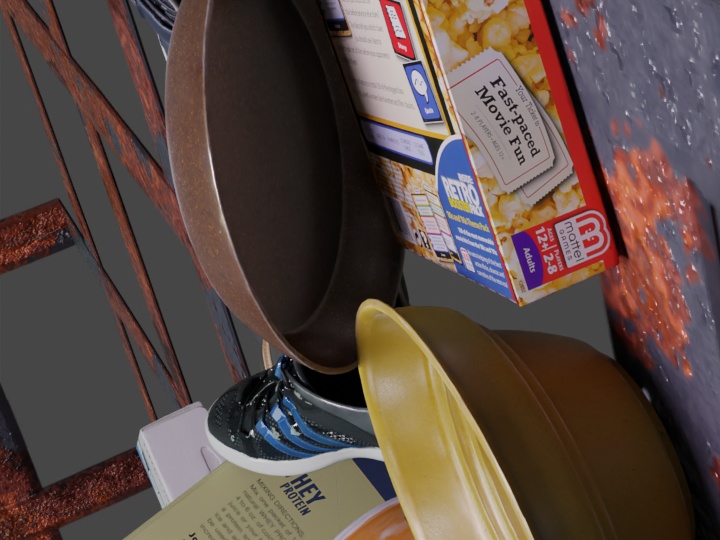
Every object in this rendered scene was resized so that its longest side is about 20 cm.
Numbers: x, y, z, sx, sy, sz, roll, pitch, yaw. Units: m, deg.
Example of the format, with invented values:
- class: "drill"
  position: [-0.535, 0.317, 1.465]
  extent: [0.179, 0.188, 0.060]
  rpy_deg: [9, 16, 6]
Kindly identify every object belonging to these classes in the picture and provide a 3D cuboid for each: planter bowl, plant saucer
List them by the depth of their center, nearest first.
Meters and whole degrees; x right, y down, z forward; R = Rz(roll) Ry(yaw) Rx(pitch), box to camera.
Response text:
- class: "planter bowl"
  position: [0.076, 0.089, 0.730]
  extent: [0.201, 0.083, 0.201]
  rpy_deg: [61, 167, 25]
- class: "plant saucer"
  position: [-0.032, -0.055, 0.781]
  extent: [0.200, 0.034, 0.201]
  rpy_deg: [-7, -90, -66]

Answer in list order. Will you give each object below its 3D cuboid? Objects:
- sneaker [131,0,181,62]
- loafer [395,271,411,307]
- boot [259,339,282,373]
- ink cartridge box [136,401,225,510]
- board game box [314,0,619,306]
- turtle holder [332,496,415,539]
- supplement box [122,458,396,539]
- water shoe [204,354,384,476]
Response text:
- class: "sneaker"
  position: [-0.072, -0.112, 1.020]
  extent: [0.146, 0.077, 0.203]
  rpy_deg: [103, 144, -74]
- class: "loafer"
  position: [0.000, 0.000, 0.974]
  extent: [0.063, 0.072, 0.200]
  rpy_deg: [31, 154, 36]
- class: "boot"
  position: [-0.010, 0.098, 1.148]
  extent: [0.200, 0.077, 0.138]
  rpy_deg: [62, 162, 17]
- class: "ink cartridge box"
  position: [-0.205, 0.250, 2.201]
  extent: [0.200, 0.086, 0.147]
  rpy_deg: [122, 124, -77]
- class: "board game box"
  position: [0.024, -0.097, 0.710]
  extent: [0.151, 0.046, 0.200]
  rpy_deg: [-150, 39, -71]
- class: "turtle holder"
  position: [0.053, 0.188, 0.897]
  extent: [0.185, 0.132, 0.141]
  rpy_deg: [37, 164, -22]
- class: "supplement box"
  position: [-0.048, 0.213, 1.048]
  extent: [0.200, 0.200, 0.134]
  rpy_deg: [51, 152, 3]
- class: "water shoe"
  position: [-0.016, 0.058, 0.946]
  extent: [0.200, 0.072, 0.079]
  rpy_deg: [-6, 134, 42]
